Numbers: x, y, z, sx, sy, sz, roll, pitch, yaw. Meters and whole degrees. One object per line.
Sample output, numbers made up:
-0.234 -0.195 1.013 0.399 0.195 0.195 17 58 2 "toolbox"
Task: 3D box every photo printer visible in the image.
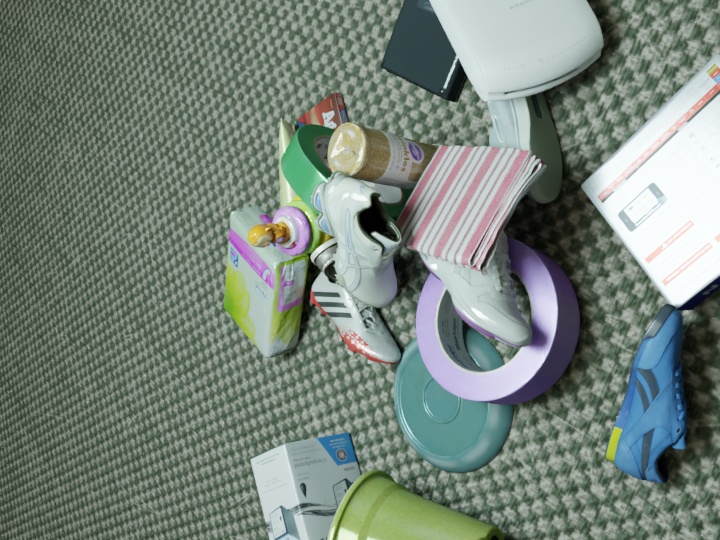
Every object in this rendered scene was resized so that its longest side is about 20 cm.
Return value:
0.183 -0.303 0.938 0.164 0.070 0.202 -21 70 -3 "photo printer"

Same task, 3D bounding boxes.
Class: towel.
0.117 -0.077 0.923 0.148 0.030 0.199 -59 29 -6 "towel"

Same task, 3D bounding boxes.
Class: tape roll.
-0.013 -0.120 1.075 0.048 0.199 0.201 -54 56 27 "tape roll"
0.166 0.062 0.973 0.198 0.065 0.204 -13 70 38 "tape roll"

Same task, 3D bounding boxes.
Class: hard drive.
0.113 -0.352 1.079 0.139 0.033 0.202 36 112 37 "hard drive"

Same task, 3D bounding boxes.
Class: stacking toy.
-0.085 -0.063 1.117 0.116 0.199 0.111 -38 79 37 "stacking toy"

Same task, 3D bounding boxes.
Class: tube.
-0.107 -0.137 1.248 0.058 0.051 0.204 -4 93 56 "tube"

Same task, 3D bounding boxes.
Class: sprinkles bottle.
0.048 -0.141 1.019 0.068 0.198 0.070 -3 86 43 "sprinkles bottle"

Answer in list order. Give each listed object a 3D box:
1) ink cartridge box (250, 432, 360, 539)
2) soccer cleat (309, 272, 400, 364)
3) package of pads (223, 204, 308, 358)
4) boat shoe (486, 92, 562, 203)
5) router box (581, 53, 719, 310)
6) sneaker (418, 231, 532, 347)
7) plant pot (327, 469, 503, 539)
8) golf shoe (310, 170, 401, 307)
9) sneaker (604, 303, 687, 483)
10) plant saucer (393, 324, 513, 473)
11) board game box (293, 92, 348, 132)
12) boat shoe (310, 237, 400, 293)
-0.061 0.352 1.142 0.085 0.145 0.203 -31 69 35 "ink cartridge box"
-0.005 0.060 1.155 0.200 0.068 0.086 44 121 40 "soccer cleat"
-0.153 0.022 1.257 0.154 0.067 0.202 43 137 36 "package of pads"
0.196 -0.171 0.978 0.071 0.069 0.204 -26 66 44 "boat shoe"
0.361 -0.089 0.828 0.200 0.048 0.181 -47 60 32 "router box"
0.143 0.001 0.914 0.100 0.074 0.201 -50 52 19 "sneaker"
0.081 0.374 0.997 0.182 0.199 0.204 5 92 31 "plant pot"
0.013 -0.024 0.951 0.096 0.201 0.078 15 54 42 "golf shoe"
0.323 0.134 0.836 0.078 0.066 0.203 23 117 33 "sneaker"
0.116 0.173 1.065 0.198 0.027 0.204 -2 88 42 "plant saucer"
-0.047 -0.164 1.231 0.102 0.019 0.203 -26 72 38 "board game box"
0.000 0.000 1.065 0.071 0.199 0.060 -32 71 16 "boat shoe"
